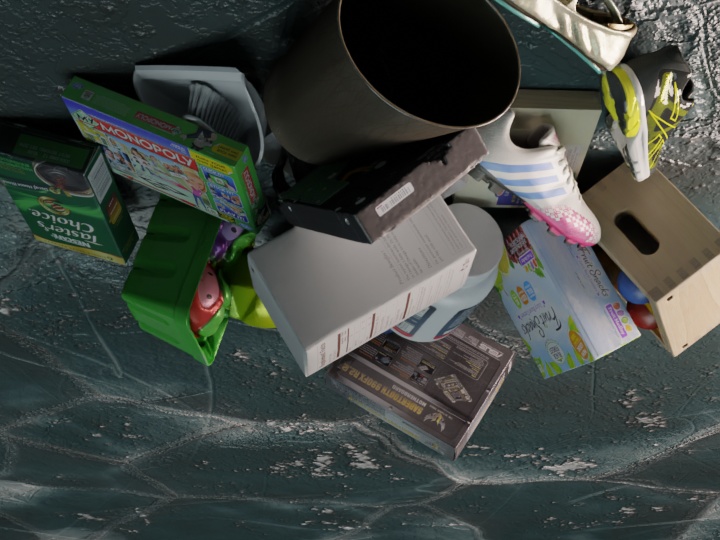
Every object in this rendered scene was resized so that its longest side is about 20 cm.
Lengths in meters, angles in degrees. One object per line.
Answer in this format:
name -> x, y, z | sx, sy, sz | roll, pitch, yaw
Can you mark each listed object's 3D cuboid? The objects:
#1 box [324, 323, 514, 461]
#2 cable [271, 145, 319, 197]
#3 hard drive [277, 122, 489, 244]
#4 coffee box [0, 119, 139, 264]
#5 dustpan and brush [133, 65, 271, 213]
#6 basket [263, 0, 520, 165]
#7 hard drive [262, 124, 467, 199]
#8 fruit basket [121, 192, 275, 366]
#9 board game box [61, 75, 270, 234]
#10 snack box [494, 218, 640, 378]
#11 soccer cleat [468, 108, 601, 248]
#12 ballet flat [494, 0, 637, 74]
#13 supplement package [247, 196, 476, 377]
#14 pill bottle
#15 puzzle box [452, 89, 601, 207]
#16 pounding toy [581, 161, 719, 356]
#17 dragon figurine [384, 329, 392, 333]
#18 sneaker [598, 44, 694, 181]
box -> 0.078, 0.129, 1.514 | 0.199, 0.159, 0.048 | 28, 156, 15
cable -> -0.060, -0.129, 1.184 | 0.097, 0.050, 0.200 | 10, 141, 29
hard drive -> 0.014, -0.084, 1.066 | 0.038, 0.140, 0.200 | 58, 163, -20
coffee box -> -0.324, -0.082, 1.276 | 0.122, 0.044, 0.200 | 16, 155, 9
dustpan and brush -> -0.133, -0.124, 1.164 | 0.139, 0.057, 0.200 | 7, 157, 31
basket -> 0.007, -0.168, 1.013 | 0.180, 0.137, 0.200 | 15, 164, -30
hard drive -> -0.003, -0.117, 1.234 | 0.199, 0.025, 0.132 | 27, 143, -30
fruit basket -> -0.138, 0.003, 1.300 | 0.214, 0.217, 0.156 | -2, 153, 4
board game box -> -0.193, -0.114, 1.166 | 0.199, 0.029, 0.135 | 23, 159, 16
snack box -> 0.224, 0.029, 1.335 | 0.067, 0.169, 0.200 | -27, 174, -10
soccer cleat -> 0.190, -0.094, 1.175 | 0.200, 0.070, 0.086 | 30, 106, -30
ballet flat -> 0.168, -0.238, 1.005 | 0.199, 0.068, 0.062 | 21, 117, -42
supplement package -> 0.000, 0.000, 1.180 | 0.199, 0.117, 0.117 | -29, 166, -10
pill bottle -> 0.096, 0.001, 1.372 | 0.119, 0.120, 0.200 | 6, 158, -12
puzzle box -> 0.172, -0.126, 1.243 | 0.132, 0.026, 0.200 | 1, 153, -2
pounding toy -> 0.307, -0.012, 1.310 | 0.142, 0.200, 0.184 | -37, 147, 2
dragon figurine -> 0.024, 0.042, 1.493 | 0.199, 0.100, 0.059 | 1, 153, -3
sneaker -> 0.291, -0.151, 1.141 | 0.084, 0.075, 0.200 | -25, 159, 7
